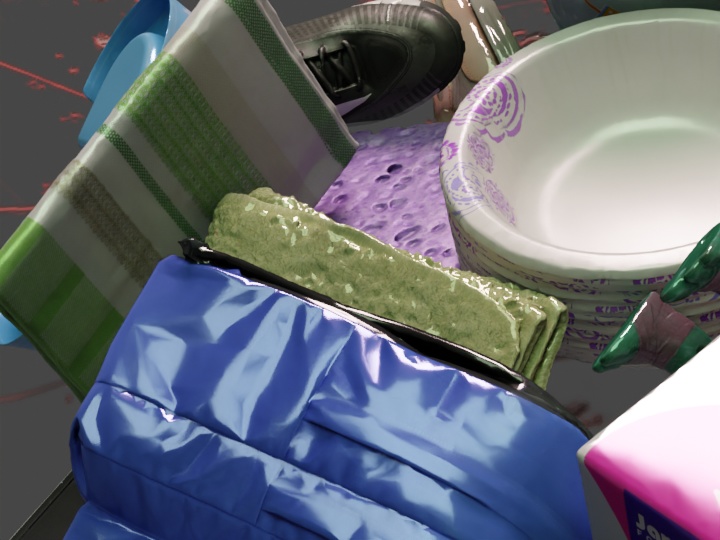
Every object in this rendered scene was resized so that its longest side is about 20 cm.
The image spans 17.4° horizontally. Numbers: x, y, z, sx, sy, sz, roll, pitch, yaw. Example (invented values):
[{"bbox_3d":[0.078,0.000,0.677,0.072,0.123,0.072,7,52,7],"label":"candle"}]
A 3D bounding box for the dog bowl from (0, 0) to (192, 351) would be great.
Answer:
[{"bbox_3d":[-0.124,-0.045,1.215,0.200,0.050,0.111,-66,22,-1],"label":"dog bowl"}]

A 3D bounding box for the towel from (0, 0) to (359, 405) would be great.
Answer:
[{"bbox_3d":[-0.093,-0.032,1.157,0.031,0.149,0.200,25,70,39],"label":"towel"}]

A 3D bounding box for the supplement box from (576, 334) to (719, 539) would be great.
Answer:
[{"bbox_3d":[0.162,0.130,0.899,0.103,0.200,0.101,-35,45,-23],"label":"supplement box"}]

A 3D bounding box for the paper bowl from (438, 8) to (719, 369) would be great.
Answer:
[{"bbox_3d":[0.144,-0.031,1.158,0.200,0.104,0.201,-8,42,7],"label":"paper bowl"}]

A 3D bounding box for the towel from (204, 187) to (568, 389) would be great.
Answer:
[{"bbox_3d":[-0.009,0.053,1.110,0.200,0.036,0.149,21,84,28],"label":"towel"}]

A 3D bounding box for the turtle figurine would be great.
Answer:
[{"bbox_3d":[0.205,0.072,1.021,0.200,0.150,0.101,40,30,3],"label":"turtle figurine"}]

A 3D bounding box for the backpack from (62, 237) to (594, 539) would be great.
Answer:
[{"bbox_3d":[-0.004,0.111,0.940,0.200,0.163,0.168,17,70,19],"label":"backpack"}]

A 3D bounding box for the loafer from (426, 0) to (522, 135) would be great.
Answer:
[{"bbox_3d":[0.041,-0.147,1.350,0.063,0.072,0.200,-25,44,-2],"label":"loafer"}]

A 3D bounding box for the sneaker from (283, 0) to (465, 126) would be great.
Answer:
[{"bbox_3d":[-0.041,-0.100,1.283,0.200,0.067,0.090,-7,14,28],"label":"sneaker"}]

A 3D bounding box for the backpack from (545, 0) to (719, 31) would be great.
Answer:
[{"bbox_3d":[0.175,-0.183,1.283,0.176,0.153,0.200,-7,38,-2],"label":"backpack"}]

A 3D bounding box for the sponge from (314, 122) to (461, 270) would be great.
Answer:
[{"bbox_3d":[0.000,0.000,1.222,0.111,0.030,0.200,-7,41,9],"label":"sponge"}]

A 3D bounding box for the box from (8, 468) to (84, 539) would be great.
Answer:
[{"bbox_3d":[-0.081,0.169,1.043,0.200,0.044,0.160,17,49,31],"label":"box"}]
